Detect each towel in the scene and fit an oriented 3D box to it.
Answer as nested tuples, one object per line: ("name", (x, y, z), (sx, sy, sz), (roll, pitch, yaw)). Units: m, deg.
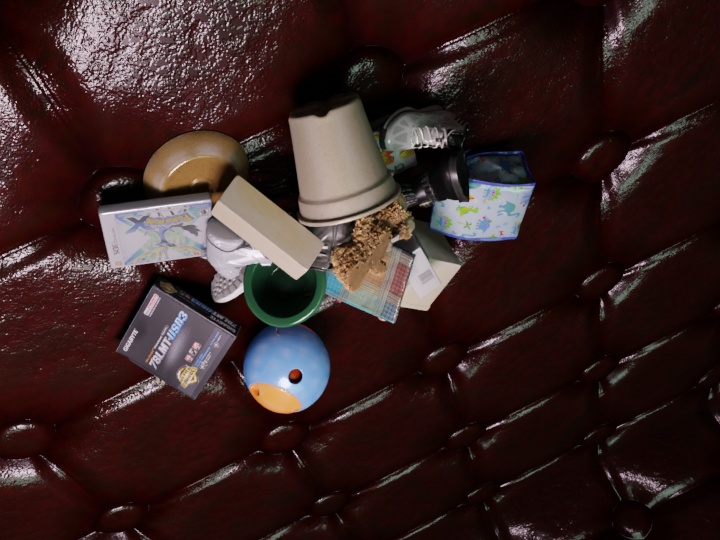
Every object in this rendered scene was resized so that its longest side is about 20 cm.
("towel", (0.000, 0.000, 1.612), (0.022, 0.197, 0.150), (-21, 131, -63))

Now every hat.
("hat", (-0.144, 0.026, 1.694), (0.197, 0.168, 0.176), (-28, 178, 11))

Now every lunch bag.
("lunch bag", (0.247, -0.157, 1.752), (0.195, 0.129, 0.172), (-5, 138, -11))

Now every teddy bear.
("teddy bear", (0.022, -0.056, 1.511), (0.202, 0.066, 0.145), (-54, 146, -3))

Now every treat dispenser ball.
("treat dispenser ball", (-0.166, 0.218, 1.868), (0.196, 0.203, 0.203), (-16, 141, -13))

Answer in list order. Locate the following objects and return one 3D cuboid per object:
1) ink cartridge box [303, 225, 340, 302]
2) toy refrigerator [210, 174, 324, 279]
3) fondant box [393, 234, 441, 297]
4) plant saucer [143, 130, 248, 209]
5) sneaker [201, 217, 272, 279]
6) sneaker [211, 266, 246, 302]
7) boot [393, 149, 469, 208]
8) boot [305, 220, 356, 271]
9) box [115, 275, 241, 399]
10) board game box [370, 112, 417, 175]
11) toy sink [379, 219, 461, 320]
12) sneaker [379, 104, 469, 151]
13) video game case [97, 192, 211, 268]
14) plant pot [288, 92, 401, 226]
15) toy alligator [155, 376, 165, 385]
("ink cartridge box", (-0.033, -0.044, 1.748), (0.146, 0.087, 0.201), (-30, 143, 4))
("toy refrigerator", (-0.166, -0.078, 1.488), (0.071, 0.199, 0.076), (-55, -171, -24))
("fondant box", (0.082, -0.062, 1.701), (0.058, 0.202, 0.145), (-32, 142, 3))
("plant saucer", (-0.293, -0.160, 1.504), (0.196, 0.036, 0.203), (-17, 140, -14))
("sneaker", (-0.206, -0.038, 1.573), (0.195, 0.077, 0.115), (11, 146, -21))
("sneaker", (-0.225, 0.002, 1.701), (0.199, 0.077, 0.080), (-40, 148, 17))
("boot", (0.128, -0.168, 1.585), (0.154, 0.082, 0.211), (-1, 168, 10))
("boot", (-0.010, -0.071, 1.572), (0.195, 0.134, 0.068), (-13, 173, 8))
("box", (-0.376, 0.141, 1.704), (0.196, 0.050, 0.201), (33, 118, -11))
("board game box", (0.009, -0.221, 1.614), (0.196, 0.035, 0.127), (-25, 141, -4))
("toy sink", (0.113, 0.007, 1.855), (0.110, 0.132, 0.201), (10, 128, -38))
("sneaker", (0.131, -0.257, 1.534), (0.198, 0.114, 0.077), (-24, 128, -40))
("video game case", (-0.371, -0.071, 1.525), (0.195, 0.022, 0.184), (-9, 151, -14))
("plant pot", (-0.044, -0.205, 1.467), (0.196, 0.201, 0.187), (-20, 112, -9))
("toy alligator", (-0.403, 0.166, 1.793), (0.054, 0.059, 0.202), (-48, 166, -52))
